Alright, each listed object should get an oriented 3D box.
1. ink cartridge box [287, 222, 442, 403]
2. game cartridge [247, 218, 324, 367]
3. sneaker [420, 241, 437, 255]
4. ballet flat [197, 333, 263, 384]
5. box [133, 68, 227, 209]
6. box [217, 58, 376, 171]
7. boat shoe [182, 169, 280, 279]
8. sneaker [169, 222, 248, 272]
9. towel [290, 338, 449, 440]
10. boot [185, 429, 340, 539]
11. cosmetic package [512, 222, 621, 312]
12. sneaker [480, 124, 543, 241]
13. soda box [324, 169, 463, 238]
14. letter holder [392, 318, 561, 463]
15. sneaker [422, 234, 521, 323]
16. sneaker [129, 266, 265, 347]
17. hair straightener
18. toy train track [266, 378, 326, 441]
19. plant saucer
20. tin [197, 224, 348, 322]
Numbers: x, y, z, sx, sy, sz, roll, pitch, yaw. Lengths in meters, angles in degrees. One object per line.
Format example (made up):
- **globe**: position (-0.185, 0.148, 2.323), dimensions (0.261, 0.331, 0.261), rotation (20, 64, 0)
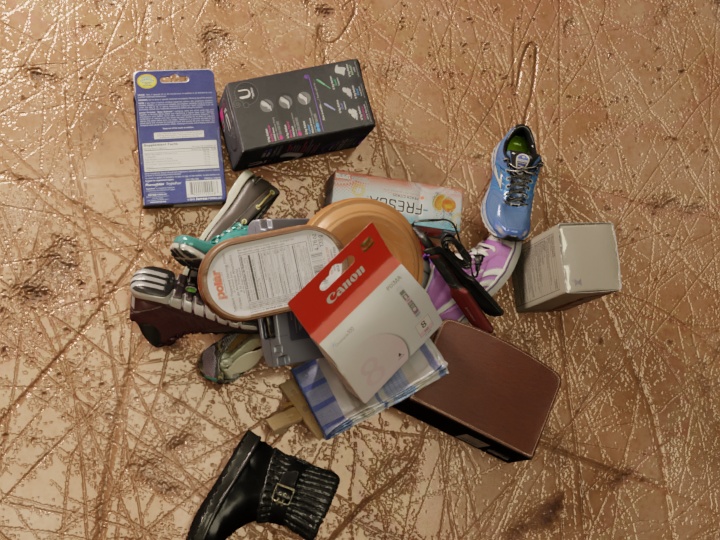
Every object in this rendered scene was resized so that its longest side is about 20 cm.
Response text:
- **ink cartridge box**: position (0.011, 0.060, 1.586), dimensions (0.163, 0.200, 0.057), rotation (-45, 49, -13)
- **game cartridge**: position (-0.095, 0.028, 1.647), dimensions (0.133, 0.041, 0.200), rotation (-5, 87, -55)
- **sneaker**: position (0.032, -0.022, 1.724), dimensions (0.200, 0.116, 0.078), rotation (-5, 81, -14)
- **ballet flat**: position (-0.138, 0.092, 1.687), dimensions (0.200, 0.072, 0.072), rotation (-41, 91, -15)
- **box**: position (-0.263, -0.192, 1.730), dimensions (0.121, 0.032, 0.200), rotation (-4, 82, -14)
- **box**: position (-0.095, -0.224, 1.728), dimensions (0.200, 0.122, 0.106), rotation (-14, 84, -15)
- **boat shoe**: position (-0.186, -0.049, 1.699), dimensions (0.061, 0.072, 0.201), rotation (28, 72, 4)
- **sneaker**: position (-0.178, -0.027, 1.641), dimensions (0.200, 0.077, 0.080), rotation (11, 86, -46)
- **towel**: position (0.011, 0.138, 1.676), dimensions (0.200, 0.024, 0.147), rotation (-30, 48, -1)
- **boot**: position (-0.135, 0.340, 1.639), dimensions (0.158, 0.079, 0.211), rotation (32, 74, -6)
- **cosmetic package**: position (0.295, -0.001, 1.737), dimensions (0.087, 0.200, 0.103), rotation (-3, 82, -13)
- **sneaker**: position (0.227, -0.134, 1.778), dimensions (0.078, 0.089, 0.200), rotation (7, 60, -4)
- **soda box**: position (0.049, -0.096, 1.769), dimensions (0.200, 0.064, 0.068), rotation (8, 78, -11)
- **letter holder**: position (0.170, 0.171, 1.731), dimensions (0.200, 0.101, 0.142), rotation (27, 73, -7)
- **sneaker**: position (0.152, -0.007, 1.751), dimensions (0.201, 0.073, 0.114), rotation (-51, 120, -17)
- **sneaker**: position (-0.227, 0.068, 1.656), dimensions (0.200, 0.116, 0.076), rotation (18, 41, -5)
- **hair straightener**: position (0.141, -0.003, 1.702), dimensions (0.200, 0.041, 0.077), rotation (50, 56, -19)
- **toy train track**: position (-0.042, 0.191, 1.709), dimensions (0.200, 0.033, 0.115), rotation (-22, 50, -22)
- **plant saucer**: position (0.000, 0.000, 1.644), dimensions (0.200, 0.032, 0.200), rotation (-3, 97, -27)
- **tin**: position (-0.113, 0.002, 1.565), dimensions (0.200, 0.042, 0.112), rotation (-12, 88, -12)
